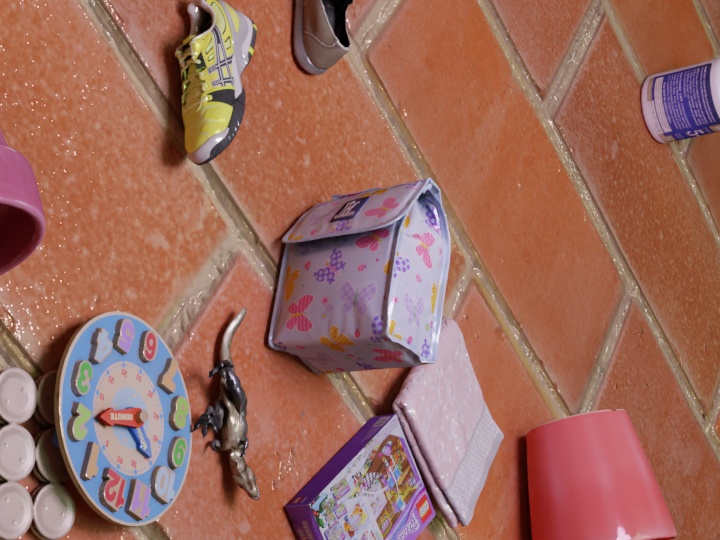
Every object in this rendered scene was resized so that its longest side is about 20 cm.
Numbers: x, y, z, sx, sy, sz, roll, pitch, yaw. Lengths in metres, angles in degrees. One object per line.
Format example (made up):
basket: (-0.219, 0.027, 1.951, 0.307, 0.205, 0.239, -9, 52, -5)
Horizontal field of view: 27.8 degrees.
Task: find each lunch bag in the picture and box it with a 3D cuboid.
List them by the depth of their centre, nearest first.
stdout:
lunch bag: (0.000, 0.000, 1.597, 0.127, 0.168, 0.202, 36, 57, -46)

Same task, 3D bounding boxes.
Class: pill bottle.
pill bottle: (0.581, -0.289, 2.425, 0.119, 0.198, 0.121, 16, 69, -50)

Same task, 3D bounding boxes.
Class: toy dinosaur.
toy dinosaur: (-0.135, 0.132, 1.483, 0.088, 0.047, 0.203, 34, 52, -72)

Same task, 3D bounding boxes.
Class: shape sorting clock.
shape sorting clock: (-0.217, 0.138, 1.364, 0.199, 0.039, 0.203, 21, 65, -57)

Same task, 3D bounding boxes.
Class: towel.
towel: (0.113, 0.186, 1.797, 0.193, 0.032, 0.200, 65, 29, -19)

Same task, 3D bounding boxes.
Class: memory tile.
memory tile: (-0.322, 0.157, 1.253, 0.199, 0.017, 0.155, 14, 71, -52)

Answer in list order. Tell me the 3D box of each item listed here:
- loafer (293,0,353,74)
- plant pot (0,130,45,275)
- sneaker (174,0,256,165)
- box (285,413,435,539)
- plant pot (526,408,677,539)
loafer: (-0.037, -0.332, 1.711, 0.075, 0.069, 0.203, 8, 75, -52)
plant pot: (-0.360, -0.092, 1.132, 0.199, 0.199, 0.181, 7, 61, -52)
sneaker: (-0.164, -0.198, 1.516, 0.076, 0.075, 0.202, 33, 46, -36)
box: (0.004, 0.272, 1.645, 0.200, 0.039, 0.138, -39, 112, -50)
plant pot: (0.308, 0.288, 1.941, 0.199, 0.199, 0.179, 9, 65, -52)
